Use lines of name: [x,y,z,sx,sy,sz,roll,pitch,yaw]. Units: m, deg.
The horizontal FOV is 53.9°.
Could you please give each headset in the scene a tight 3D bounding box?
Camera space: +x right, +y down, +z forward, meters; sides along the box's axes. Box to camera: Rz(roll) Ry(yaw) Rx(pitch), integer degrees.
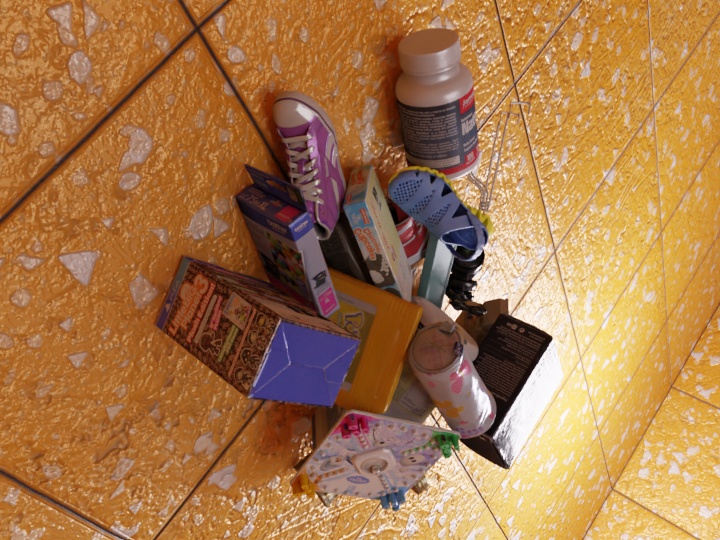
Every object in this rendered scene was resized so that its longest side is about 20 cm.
headset: [0.197,0.012,1.282,0.201,0.092,0.125,-60,163,-54]

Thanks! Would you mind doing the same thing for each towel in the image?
towel: [-0.026,0.193,1.110,0.024,0.147,0.202,24,104,-13]

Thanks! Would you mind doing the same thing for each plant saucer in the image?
plant saucer: [0.131,0.000,1.199,0.069,0.019,0.203,-23,136,-38]

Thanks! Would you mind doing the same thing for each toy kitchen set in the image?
toy kitchen set: [0.157,0.104,1.297,0.202,0.178,0.164,-77,-167,-47]

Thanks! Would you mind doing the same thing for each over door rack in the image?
over door rack: [0.214,-0.189,1.201,0.148,0.066,0.203,-51,163,-82]

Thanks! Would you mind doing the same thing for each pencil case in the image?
pencil case: [0.136,0.161,1.027,0.201,0.082,0.092,60,40,-42]

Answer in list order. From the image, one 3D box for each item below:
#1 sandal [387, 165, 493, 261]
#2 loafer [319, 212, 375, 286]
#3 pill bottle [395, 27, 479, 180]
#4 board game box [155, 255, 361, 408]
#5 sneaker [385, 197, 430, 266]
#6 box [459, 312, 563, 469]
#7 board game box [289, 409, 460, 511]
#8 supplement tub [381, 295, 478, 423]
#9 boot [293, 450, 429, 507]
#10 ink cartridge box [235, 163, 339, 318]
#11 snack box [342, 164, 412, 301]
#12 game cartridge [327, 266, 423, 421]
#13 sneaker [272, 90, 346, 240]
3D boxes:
sandal: [0.125,-0.082,1.070,0.198,0.088,0.080,30,129,-19]
loafer: [0.000,0.000,1.075,0.069,0.074,0.203,-38,118,-40]
pill bottle: [0.114,-0.248,1.065,0.119,0.119,0.202,-39,135,-29]
board game box: [-0.129,0.078,0.888,0.159,0.199,0.098,21,94,-51]
sneaker: [0.096,-0.084,1.171,0.199,0.071,0.114,-36,137,-30]
box: [0.240,0.202,1.179,0.201,0.103,0.149,-52,143,-17]
board game box: [0.022,0.291,1.056,0.197,0.026,0.201,17,128,-25]
supplement tub: [0.080,0.159,1.144,0.201,0.145,0.144,-52,143,9]
boot: [0.001,0.343,1.187,0.155,0.199,0.073,-43,155,-23]
ink cartridge box: [-0.098,-0.035,0.929,0.042,0.119,0.202,-37,135,-26]
snack box: [0.030,-0.040,1.045,0.117,0.037,0.202,-79,151,-57]
game cartridge: [-0.028,0.099,1.022,0.032,0.197,0.179,-2,112,-69]
sneaker: [-0.067,-0.125,0.921,0.202,0.071,0.116,65,29,-44]
